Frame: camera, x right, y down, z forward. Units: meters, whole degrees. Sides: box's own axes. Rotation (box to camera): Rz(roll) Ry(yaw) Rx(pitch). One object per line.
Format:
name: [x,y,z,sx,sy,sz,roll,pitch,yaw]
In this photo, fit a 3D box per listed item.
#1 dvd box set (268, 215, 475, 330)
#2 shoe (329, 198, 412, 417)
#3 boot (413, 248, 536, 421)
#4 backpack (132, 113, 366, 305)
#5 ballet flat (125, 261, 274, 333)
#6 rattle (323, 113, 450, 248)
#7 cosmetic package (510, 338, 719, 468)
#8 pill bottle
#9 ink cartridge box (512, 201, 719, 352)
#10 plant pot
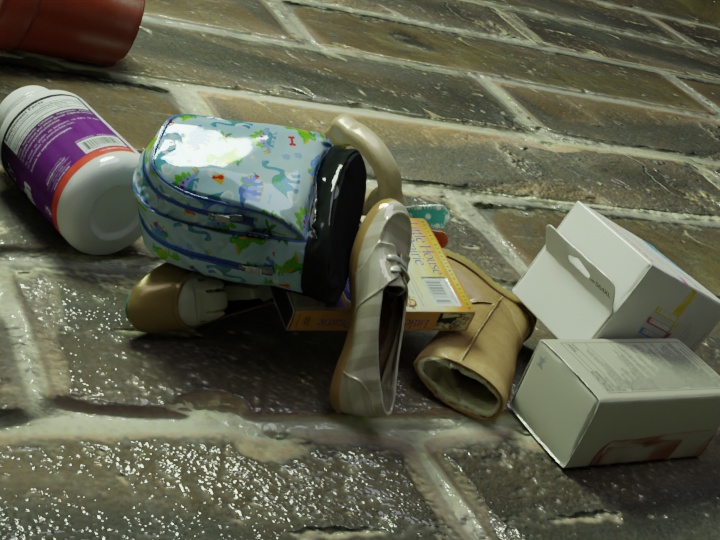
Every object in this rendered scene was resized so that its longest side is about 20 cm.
dvd box set: [0.000,0.000,1.192,0.198,0.030,0.147,1,42,-28]
shoe: [0.022,0.035,1.092,0.053,0.202,0.070,9,-4,37]
boot: [0.094,0.057,1.249,0.174,0.067,0.200,25,28,10]
backpack: [-0.109,-0.064,1.104,0.198,0.154,0.164,2,50,17]
ballet flat: [-0.135,0.017,1.145,0.063,0.069,0.199,9,17,34]
rattle: [-0.004,-0.078,1.436,0.143,0.130,0.201,-31,82,-45]
cosmetic package: [0.264,0.130,1.205,0.199,0.088,0.104,3,32,-34]
pill bottle: [-0.297,-0.110,1.231,0.112,0.113,0.200,-6,36,-43]
ink cartridge box: [0.273,0.028,1.299,0.199,0.126,0.129,23,18,-43]
plant pot: [-0.398,-0.364,1.573,0.194,0.202,0.201,10,27,-36]
